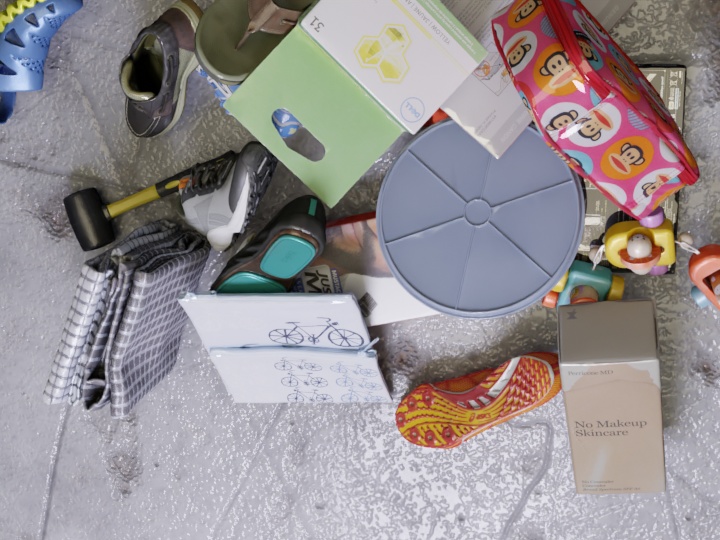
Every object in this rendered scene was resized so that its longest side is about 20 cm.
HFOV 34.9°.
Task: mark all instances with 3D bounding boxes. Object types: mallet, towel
[{"bbox_3d":[-0.227,-0.092,1.225,0.199,0.041,0.066,-29,93,11],"label":"mallet"},{"bbox_3d":[-0.227,0.046,1.167,0.085,0.200,0.166,23,107,5],"label":"towel"}]

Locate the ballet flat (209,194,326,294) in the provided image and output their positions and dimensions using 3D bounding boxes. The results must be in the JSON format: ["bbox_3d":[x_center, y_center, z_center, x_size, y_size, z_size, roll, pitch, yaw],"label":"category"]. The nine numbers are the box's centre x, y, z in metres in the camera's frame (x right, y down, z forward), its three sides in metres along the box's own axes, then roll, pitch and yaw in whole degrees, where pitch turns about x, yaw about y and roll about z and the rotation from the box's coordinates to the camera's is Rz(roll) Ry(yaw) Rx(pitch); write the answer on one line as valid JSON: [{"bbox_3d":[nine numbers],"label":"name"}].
[{"bbox_3d":[-0.086,-0.012,1.121,0.068,0.069,0.200,28,143,-21],"label":"ballet flat"}]

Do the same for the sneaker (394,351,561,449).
[{"bbox_3d":[0.125,0.137,1.183,0.199,0.077,0.073,-20,79,31],"label":"sneaker"}]

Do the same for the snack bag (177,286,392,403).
[{"bbox_3d":[-0.072,0.082,1.173,0.187,0.021,0.200,0,144,12],"label":"snack bag"}]

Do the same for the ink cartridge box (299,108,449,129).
[{"bbox_3d":[0.036,-0.218,1.131,0.199,0.050,0.163,4,103,14],"label":"ink cartridge box"}]

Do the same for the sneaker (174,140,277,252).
[{"bbox_3d":[-0.138,-0.077,1.129,0.079,0.200,0.074,31,65,-10],"label":"sneaker"}]

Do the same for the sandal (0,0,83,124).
[{"bbox_3d":[-0.359,-0.224,1.204,0.200,0.080,0.087,-33,98,25],"label":"sandal"}]

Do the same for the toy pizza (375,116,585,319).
[{"bbox_3d":[0.114,-0.052,1.095,0.199,0.032,0.201,-2,81,13],"label":"toy pizza"}]

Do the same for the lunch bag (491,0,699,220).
[{"bbox_3d":[0.197,-0.154,0.987,0.082,0.177,0.200,-37,129,22],"label":"lunch bag"}]

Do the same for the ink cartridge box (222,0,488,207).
[{"bbox_3d":[-0.005,-0.173,1.032,0.145,0.048,0.200,43,90,-14],"label":"ink cartridge box"}]

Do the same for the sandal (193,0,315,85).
[{"bbox_3d":[-0.074,-0.251,1.055,0.201,0.057,0.080,-43,89,-16],"label":"sandal"}]

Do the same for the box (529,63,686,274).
[{"bbox_3d":[0.231,-0.099,1.116,0.157,0.050,0.201,2,103,12],"label":"box"}]

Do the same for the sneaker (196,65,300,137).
[{"bbox_3d":[-0.129,-0.196,1.134,0.199,0.076,0.077,29,106,30],"label":"sneaker"}]

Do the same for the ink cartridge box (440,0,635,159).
[{"bbox_3d":[0.127,-0.235,1.085,0.176,0.045,0.200,41,93,-1],"label":"ink cartridge box"}]

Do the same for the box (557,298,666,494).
[{"bbox_3d":[0.243,0.125,1.101,0.094,0.078,0.201,-5,133,14],"label":"box"}]

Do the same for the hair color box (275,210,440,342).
[{"bbox_3d":[0.000,0.000,1.180,0.199,0.064,0.112,-11,99,13],"label":"hair color box"}]

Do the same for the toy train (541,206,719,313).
[{"bbox_3d":[0.271,0.023,1.086,0.200,0.056,0.150,-30,115,30],"label":"toy train"}]

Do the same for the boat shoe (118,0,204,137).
[{"bbox_3d":[-0.207,-0.192,1.130,0.072,0.066,0.201,56,145,7],"label":"boat shoe"}]
